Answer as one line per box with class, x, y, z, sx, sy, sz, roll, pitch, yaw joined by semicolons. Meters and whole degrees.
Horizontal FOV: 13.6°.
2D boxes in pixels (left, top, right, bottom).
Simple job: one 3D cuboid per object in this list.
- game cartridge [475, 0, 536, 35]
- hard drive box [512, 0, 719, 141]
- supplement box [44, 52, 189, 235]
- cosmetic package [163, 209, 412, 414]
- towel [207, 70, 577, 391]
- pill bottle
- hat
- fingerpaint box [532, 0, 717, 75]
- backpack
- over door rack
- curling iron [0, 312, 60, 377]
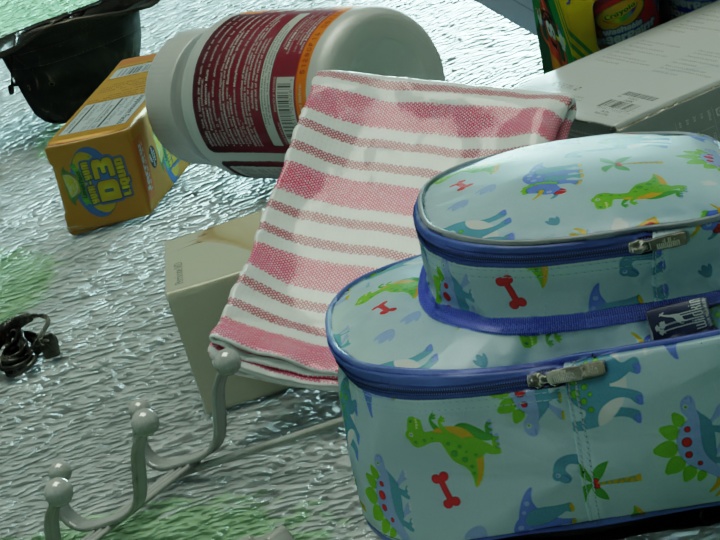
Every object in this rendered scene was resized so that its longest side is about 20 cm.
game cartridge;0.166;-0.180;1.930;0.199;0.042;0.133;-1;-14;45
hard drive box;0.198;-0.090;1.666;0.199;0.077;0.156;-24;18;-17
supplement box;-0.154;-0.092;2.060;0.068;0.067;0.200;-9;19;17
cosmetic package;0.000;0.000;1.594;0.199;0.074;0.104;-17;17;0
towel;0.017;-0.023;1.516;0.145;0.030;0.201;7;54;19
pill bottle;-0.046;-0.113;1.939;0.109;0.110;0.199;-30;20;-34
hat;-0.215;-0.159;2.322;0.199;0.081;0.201;-19;8;3
fingerpaint box;0.203;-0.182;1.781;0.199;0.167;0.074;-20;43;-8
backpack;0.086;0.026;1.268;0.199;0.148;0.183;-13;17;3
over door rack;-0.070;0.093;1.380;0.199;0.067;0.148;-5;22;37
curling iron;-0.231;0.071;1.685;0.049;0.026;0.200;-10;18;34
